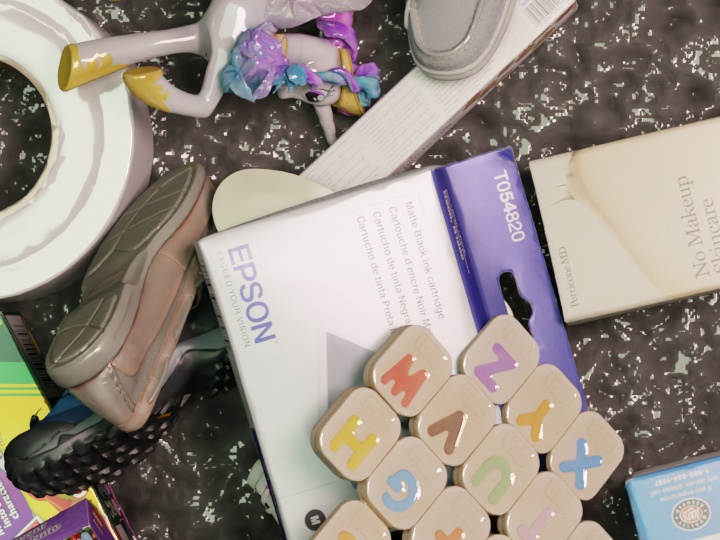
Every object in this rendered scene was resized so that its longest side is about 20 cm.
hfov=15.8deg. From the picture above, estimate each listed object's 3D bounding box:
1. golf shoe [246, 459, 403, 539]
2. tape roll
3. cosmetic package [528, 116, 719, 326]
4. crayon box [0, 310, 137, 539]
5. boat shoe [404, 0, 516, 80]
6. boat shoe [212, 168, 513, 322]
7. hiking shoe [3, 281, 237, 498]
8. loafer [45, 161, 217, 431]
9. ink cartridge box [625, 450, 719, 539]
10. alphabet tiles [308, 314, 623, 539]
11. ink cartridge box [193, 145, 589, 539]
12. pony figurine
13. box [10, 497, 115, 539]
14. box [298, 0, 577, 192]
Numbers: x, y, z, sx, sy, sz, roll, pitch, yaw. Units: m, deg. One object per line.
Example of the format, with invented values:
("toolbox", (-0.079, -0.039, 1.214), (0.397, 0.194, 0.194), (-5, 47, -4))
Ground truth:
("golf shoe", (-0.021, 0.142, 1.576), (0.092, 0.073, 0.201), (-6, 78, 10))
("tape roll", (-0.230, -0.080, 1.603), (0.202, 0.071, 0.203), (0, 87, 6))
("cosmetic package", (0.209, -0.038, 1.556), (0.199, 0.073, 0.104), (-14, 87, 4))
("crayon box", (-0.245, 0.153, 1.600), (0.172, 0.058, 0.200), (-28, 87, 3))
("boat shoe", (0.056, -0.215, 1.562), (0.074, 0.065, 0.203), (3, 76, 30))
("boat shoe", (0.000, 0.000, 1.561), (0.199, 0.063, 0.071), (26, 90, -6))
("hiking shoe", (-0.145, 0.062, 1.570), (0.200, 0.074, 0.087), (-34, 68, -30))
("loafer", (-0.125, 0.016, 1.524), (0.072, 0.200, 0.063), (-24, 116, 33))
("ink cartridge box", (0.250, 0.202, 1.536), (0.144, 0.084, 0.201), (-14, 86, 5))
("alphabet tiles", (0.064, 0.131, 1.478), (0.200, 0.015, 0.196), (48, 66, -15))
("ink cartridge box", (0.025, 0.047, 1.511), (0.199, 0.041, 0.200), (-18, 93, -7))
("pony figurine", (-0.065, -0.174, 1.546), (0.199, 0.166, 0.194), (5, 106, -29))
("box", (-0.171, 0.250, 1.556), (0.137, 0.039, 0.200), (-29, 113, 3))
("box", (0.048, -0.110, 1.591), (0.200, 0.039, 0.041), (-44, 83, 3))
